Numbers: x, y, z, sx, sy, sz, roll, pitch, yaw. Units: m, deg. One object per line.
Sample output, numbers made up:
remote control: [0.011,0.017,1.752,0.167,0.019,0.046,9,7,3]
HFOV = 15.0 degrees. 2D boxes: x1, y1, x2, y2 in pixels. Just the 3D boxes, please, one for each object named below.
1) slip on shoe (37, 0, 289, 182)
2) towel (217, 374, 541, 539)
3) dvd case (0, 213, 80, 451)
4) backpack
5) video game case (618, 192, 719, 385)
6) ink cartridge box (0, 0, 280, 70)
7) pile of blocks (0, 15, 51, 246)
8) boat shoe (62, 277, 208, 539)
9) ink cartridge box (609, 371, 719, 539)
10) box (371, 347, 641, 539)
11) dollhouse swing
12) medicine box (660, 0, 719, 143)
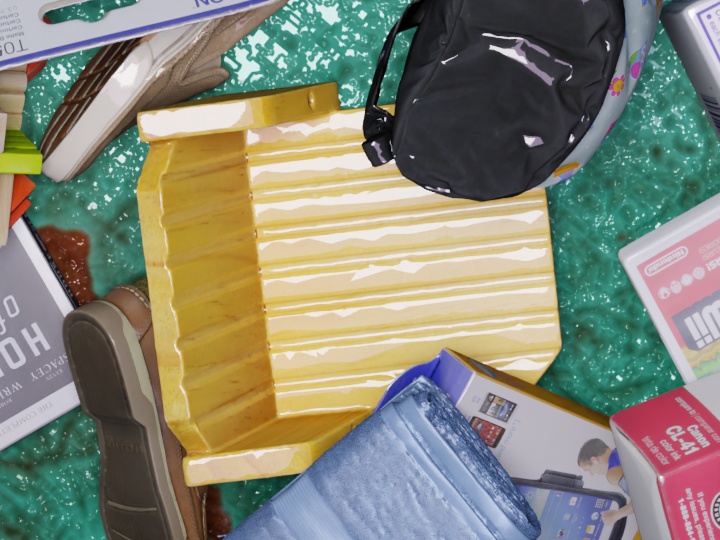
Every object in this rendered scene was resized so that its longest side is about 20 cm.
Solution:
slip on shoe: [-0.098,-0.120,1.508,0.061,0.076,0.200,39,89,-19]
towel: [-0.009,0.158,1.429,0.200,0.049,0.112,-40,79,9]
dvd case: [-0.248,0.013,1.538,0.150,0.025,0.201,-30,95,2]
backpack: [0.091,-0.128,1.448,0.126,0.200,0.167,32,115,-3]
video game case: [0.242,0.038,1.458,0.142,0.017,0.201,-29,113,3]
ink cartridge box: [-0.158,-0.186,1.448,0.198,0.041,0.201,-14,60,-7]
pile of blocks: [-0.194,-0.106,1.485,0.062,0.082,0.201,0,86,-24]
boat shoe: [-0.106,0.102,1.526,0.068,0.072,0.201,-27,120,-37]
ink cartridge box: [0.246,0.115,1.424,0.199,0.086,0.148,-21,112,-6]
box: [0.082,0.123,1.502,0.199,0.041,0.120,22,99,-37]
dollhouse swing: [0.000,0.000,1.479,0.175,0.182,0.201,-4,96,19]
medicine box: [0.295,-0.108,1.499,0.199,0.103,0.183,-27,97,1]
